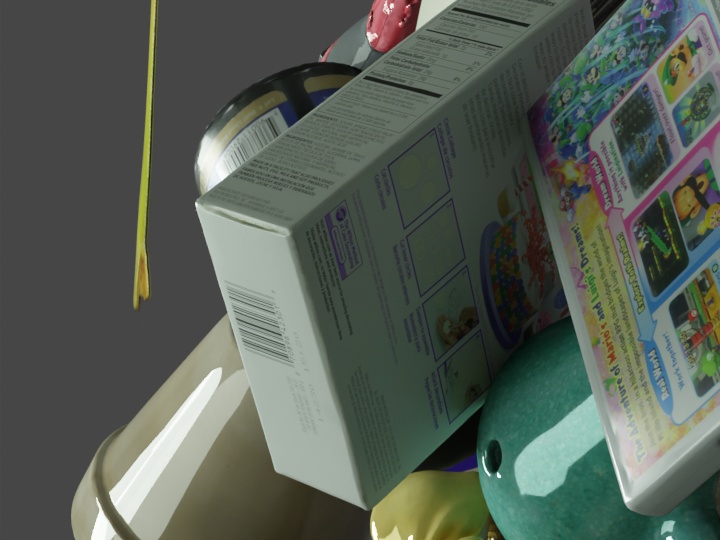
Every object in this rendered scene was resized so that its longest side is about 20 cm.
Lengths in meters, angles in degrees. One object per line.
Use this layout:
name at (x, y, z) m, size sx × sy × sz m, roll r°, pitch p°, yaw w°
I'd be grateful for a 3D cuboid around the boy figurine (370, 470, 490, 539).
boy figurine at (0.057, 0.169, 0.957) m, size 0.200 × 0.064 × 0.125 m, roll -114°, pitch 16°, yaw -47°

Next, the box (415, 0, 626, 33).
box at (0.078, -0.131, 1.036) m, size 0.068 × 0.082 × 0.200 m, roll -109°, pitch 22°, yaw -46°

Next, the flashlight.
flashlight at (0.019, -0.147, 1.257) m, size 0.200 × 0.068 × 0.068 m, roll 113°, pitch 151°, yaw -57°

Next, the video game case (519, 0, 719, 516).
video game case at (0.137, -0.040, 0.820) m, size 0.182 × 0.024 × 0.200 m, roll -49°, pitch 39°, yaw 37°

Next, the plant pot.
plant pot at (-0.061, 0.119, 1.409) m, size 0.174 × 0.200 × 0.200 m, roll -62°, pitch 29°, yaw 27°

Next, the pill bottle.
pill bottle at (0.000, 0.000, 1.095) m, size 0.112 × 0.112 × 0.200 m, roll 105°, pitch 147°, yaw -46°

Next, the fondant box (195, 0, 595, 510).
fondant box at (0.031, -0.016, 0.949) m, size 0.058 × 0.200 × 0.145 m, roll 18°, pitch 135°, yaw 40°

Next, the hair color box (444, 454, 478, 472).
hair color box at (0.031, 0.042, 1.195) m, size 0.109 × 0.065 × 0.200 m, roll 72°, pitch -176°, yaw -53°

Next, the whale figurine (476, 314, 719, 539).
whale figurine at (0.112, 0.056, 0.902) m, size 0.200 × 0.103 × 0.159 m, roll 116°, pitch 148°, yaw -54°

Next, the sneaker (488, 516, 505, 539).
sneaker at (0.096, 0.179, 1.027) m, size 0.200 × 0.075 × 0.090 m, roll -128°, pitch 44°, yaw -64°
